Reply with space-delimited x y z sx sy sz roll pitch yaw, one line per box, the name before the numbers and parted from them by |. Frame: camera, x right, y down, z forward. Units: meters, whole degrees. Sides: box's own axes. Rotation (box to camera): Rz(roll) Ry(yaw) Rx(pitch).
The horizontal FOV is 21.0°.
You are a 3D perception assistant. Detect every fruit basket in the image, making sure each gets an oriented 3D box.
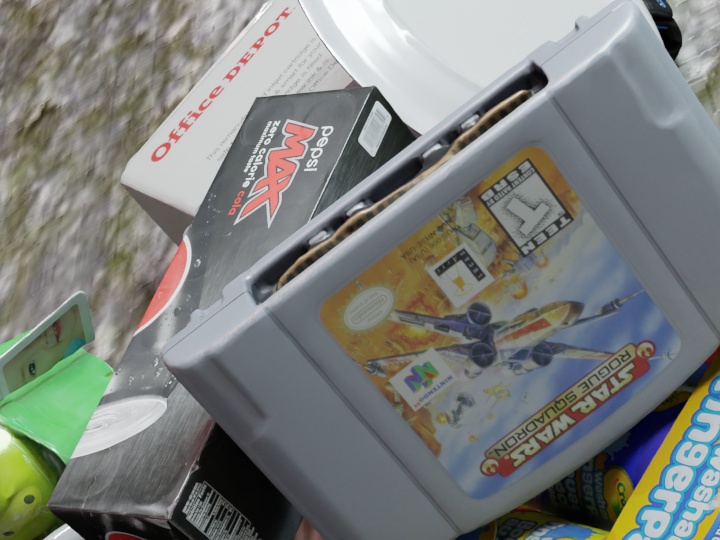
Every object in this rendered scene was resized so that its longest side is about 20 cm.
fruit basket | -0.166 0.132 0.832 0.093 0.186 0.200 20 49 21

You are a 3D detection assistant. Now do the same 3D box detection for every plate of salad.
plate of salad | 0.051 -0.112 0.868 0.048 0.199 0.201 -51 21 42

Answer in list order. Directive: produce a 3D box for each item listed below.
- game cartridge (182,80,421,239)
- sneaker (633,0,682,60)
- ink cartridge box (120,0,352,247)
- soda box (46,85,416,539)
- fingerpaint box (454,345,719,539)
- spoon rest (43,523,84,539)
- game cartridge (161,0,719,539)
game cartridge | 0.000 0.000 0.825 0.133 0.041 0.200 -45 38 1
sneaker | 0.135 -0.151 0.987 0.200 0.073 0.112 -37 58 -26
ink cartridge box | -0.009 -0.052 0.985 0.146 0.084 0.200 -49 36 -12
soda box | -0.040 0.025 0.756 0.070 0.063 0.201 -2 52 39
fingerpaint box | 0.113 0.074 0.737 0.166 0.073 0.200 11 59 49
spoon rest | -0.045 0.146 0.759 0.199 0.100 0.061 29 66 37
game cartridge | 0.047 0.014 0.682 0.200 0.133 0.042 -37 25 5
